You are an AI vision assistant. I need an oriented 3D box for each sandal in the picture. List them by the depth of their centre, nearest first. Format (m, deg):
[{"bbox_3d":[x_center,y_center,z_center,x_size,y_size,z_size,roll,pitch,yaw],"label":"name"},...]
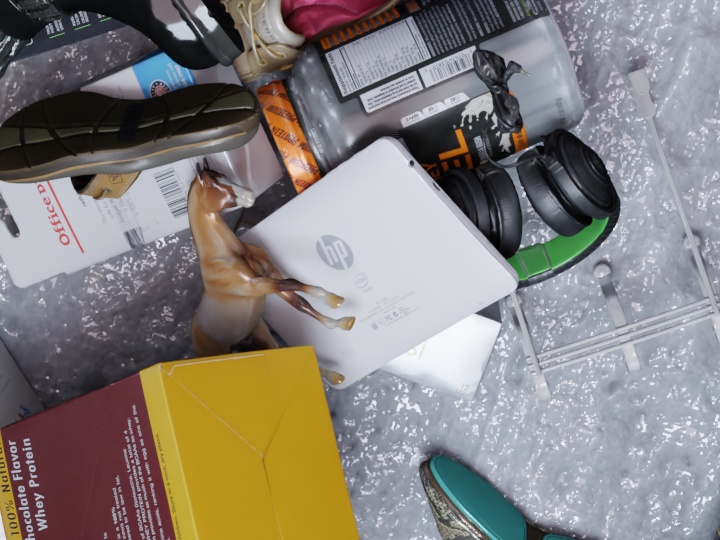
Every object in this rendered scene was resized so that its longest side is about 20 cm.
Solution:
[{"bbox_3d":[-0.154,-0.079,1.332,0.199,0.082,0.055,-7,128,16],"label":"sandal"}]

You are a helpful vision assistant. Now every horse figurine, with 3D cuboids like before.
[{"bbox_3d":[-0.069,0.033,1.366,0.132,0.050,0.201,28,141,17],"label":"horse figurine"}]

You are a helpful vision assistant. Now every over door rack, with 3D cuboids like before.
[{"bbox_3d":[0.163,-0.025,1.443,0.147,0.067,0.201,-18,88,4],"label":"over door rack"}]

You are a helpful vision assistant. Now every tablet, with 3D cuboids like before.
[{"bbox_3d":[0.000,0.000,1.341,0.130,0.014,0.200,47,136,-10],"label":"tablet"}]

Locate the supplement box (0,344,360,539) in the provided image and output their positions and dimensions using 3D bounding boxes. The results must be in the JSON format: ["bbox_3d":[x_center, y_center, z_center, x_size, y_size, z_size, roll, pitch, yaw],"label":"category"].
[{"bbox_3d":[-0.119,0.171,1.327,0.199,0.132,0.199,-23,78,44],"label":"supplement box"}]

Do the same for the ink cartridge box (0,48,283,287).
[{"bbox_3d":[-0.169,-0.075,1.408,0.199,0.068,0.117,-19,102,25],"label":"ink cartridge box"}]

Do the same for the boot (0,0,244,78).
[{"bbox_3d":[-0.189,-0.165,1.293,0.211,0.079,0.158,45,101,7],"label":"boot"}]

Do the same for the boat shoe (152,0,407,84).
[{"bbox_3d":[-0.054,-0.176,1.402,0.199,0.069,0.074,-25,101,6],"label":"boat shoe"}]

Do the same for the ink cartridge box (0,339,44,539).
[{"bbox_3d":[-0.276,0.159,1.448,0.128,0.125,0.201,-29,101,7],"label":"ink cartridge box"}]

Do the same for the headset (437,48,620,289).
[{"bbox_3d":[0.100,-0.058,1.327,0.123,0.200,0.094,-21,62,-1],"label":"headset"}]

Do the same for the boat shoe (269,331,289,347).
[{"bbox_3d":[-0.055,0.143,1.474,0.071,0.066,0.201,-10,102,3],"label":"boat shoe"}]

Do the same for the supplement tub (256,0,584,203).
[{"bbox_3d":[0.039,-0.116,1.368,0.199,0.123,0.123,-24,101,2],"label":"supplement tub"}]

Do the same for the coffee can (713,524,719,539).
[{"bbox_3d":[0.337,0.159,1.435,0.145,0.146,0.201,18,102,-4],"label":"coffee can"}]

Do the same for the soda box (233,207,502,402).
[{"bbox_3d":[-0.003,0.023,1.446,0.199,0.068,0.064,20,103,-4],"label":"soda box"}]

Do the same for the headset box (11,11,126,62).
[{"bbox_3d":[-0.199,-0.244,1.366,0.199,0.093,0.175,-15,102,13],"label":"headset box"}]

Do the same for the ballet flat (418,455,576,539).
[{"bbox_3d":[0.116,0.212,1.494,0.199,0.068,0.076,29,117,-8],"label":"ballet flat"}]
